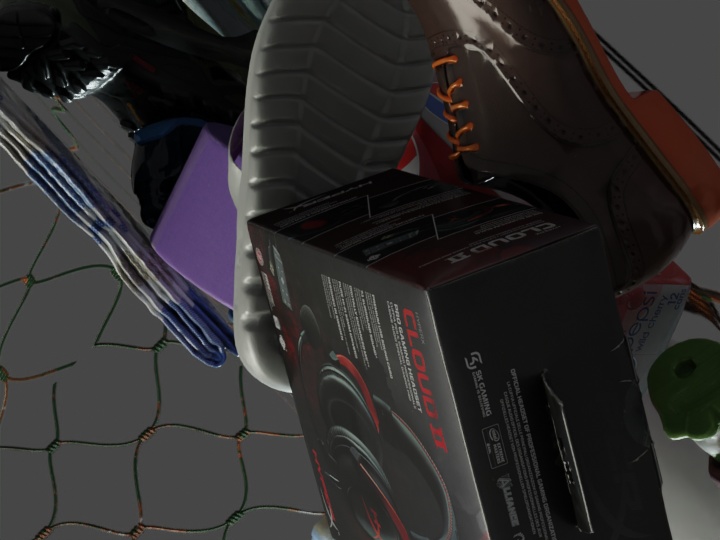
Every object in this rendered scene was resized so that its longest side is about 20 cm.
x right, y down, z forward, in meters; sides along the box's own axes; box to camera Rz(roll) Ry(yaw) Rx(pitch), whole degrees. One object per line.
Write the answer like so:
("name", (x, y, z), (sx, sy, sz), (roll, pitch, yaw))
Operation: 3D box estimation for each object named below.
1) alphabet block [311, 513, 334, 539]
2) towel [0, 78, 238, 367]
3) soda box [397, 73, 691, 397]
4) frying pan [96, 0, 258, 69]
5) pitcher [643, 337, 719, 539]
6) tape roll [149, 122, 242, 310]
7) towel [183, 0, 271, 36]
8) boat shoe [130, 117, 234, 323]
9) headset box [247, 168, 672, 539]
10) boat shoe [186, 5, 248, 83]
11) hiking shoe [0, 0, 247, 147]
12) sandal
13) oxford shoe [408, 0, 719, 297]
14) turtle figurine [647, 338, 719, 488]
("alphabet block", (0.105, 0.150, 1.315), (0.195, 0.200, 0.196), (46, 172, 4))
("towel", (-0.142, -0.038, 1.160), (0.200, 0.024, 0.147), (47, 179, -20))
("soda box", (0.054, -0.026, 1.006), (0.070, 0.063, 0.200), (1, -147, -39))
("frying pan", (-0.031, -0.089, 1.142), (0.190, 0.031, 0.115), (14, 149, 12))
("pitcher", (0.171, 0.112, 1.143), (0.200, 0.121, 0.172), (34, -173, 4))
("tape roll", (0.000, 0.000, 1.126), (0.200, 0.066, 0.200), (26, -172, -4))
("towel", (-0.072, -0.169, 1.190), (0.171, 0.048, 0.200), (44, 173, 38))
("boat shoe", (-0.060, -0.008, 1.262), (0.084, 0.069, 0.200), (-22, 140, 38))
("headset box", (0.040, 0.050, 0.881), (0.200, 0.075, 0.149), (22, 130, 65))
("boat shoe", (-0.055, -0.094, 1.389), (0.201, 0.072, 0.066), (44, 168, -19))
("hiking shoe", (-0.107, -0.122, 1.245), (0.076, 0.101, 0.200), (-25, 138, 39))
("sandal", (-0.023, -0.050, 0.983), (0.082, 0.203, 0.050), (16, 175, -27))
("oxford shoe", (0.055, -0.075, 0.887), (0.200, 0.073, 0.071), (46, 172, -3))
("turtle figurine", (0.193, 0.109, 0.861), (0.144, 0.200, 0.194), (-4, 135, 33))
